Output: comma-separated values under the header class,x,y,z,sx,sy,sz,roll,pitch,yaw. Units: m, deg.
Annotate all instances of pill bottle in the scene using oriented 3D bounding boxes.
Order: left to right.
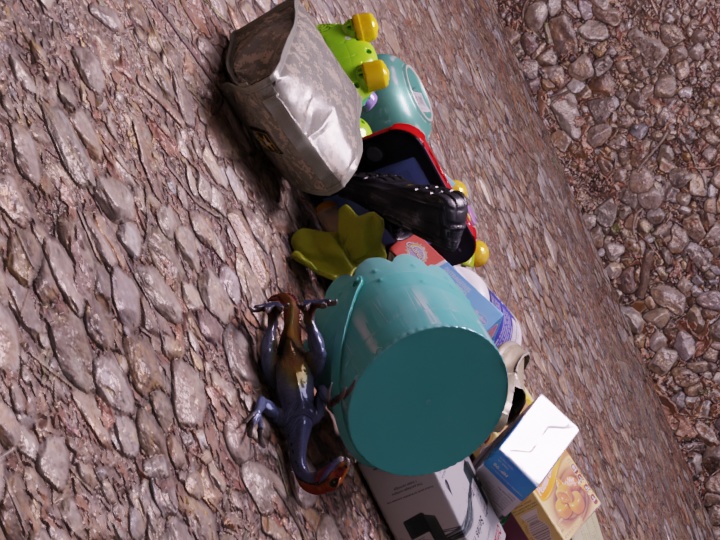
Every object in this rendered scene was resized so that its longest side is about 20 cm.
class,x,y,z,sx,sy,sz,roll,pitch,yaw
pill bottle,0.135,0.064,1.916,0.200,0.118,0.121,44,29,-52

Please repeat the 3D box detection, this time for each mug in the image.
class,x,y,z,sx,sy,sz,roll,pitch,yaw
mug,0.034,-0.241,1.994,0.152,0.113,0.187,51,24,-41

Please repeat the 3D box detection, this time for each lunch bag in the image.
class,x,y,z,sx,sy,sz,roll,pitch,yaw
lunch bag,-0.077,-0.192,1.608,0.165,0.117,0.201,54,18,-28

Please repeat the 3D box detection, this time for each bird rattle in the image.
class,x,y,z,sx,sy,sz,roll,pitch,yaw
bird rattle,0.000,0.000,1.648,0.201,0.112,0.164,57,4,-37

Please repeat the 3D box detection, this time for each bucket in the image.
class,x,y,z,sx,sy,sz,roll,pitch,yaw
bucket,0.048,0.103,1.442,0.208,0.206,0.135,55,1,-32

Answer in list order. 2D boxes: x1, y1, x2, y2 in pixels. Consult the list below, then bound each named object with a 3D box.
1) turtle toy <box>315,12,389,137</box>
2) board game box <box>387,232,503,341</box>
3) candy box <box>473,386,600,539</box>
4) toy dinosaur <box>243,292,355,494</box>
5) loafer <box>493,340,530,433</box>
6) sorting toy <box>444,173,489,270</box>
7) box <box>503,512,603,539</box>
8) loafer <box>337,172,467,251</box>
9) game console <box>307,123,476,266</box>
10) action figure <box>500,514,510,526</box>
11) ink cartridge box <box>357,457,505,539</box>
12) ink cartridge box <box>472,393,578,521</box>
class,x,y,z,sx,sy,sz,roll,pitch,yaw
turtle toy,-0.033,-0.232,1.785,0.101,0.144,0.202,78,-1,-63
board game box,0.093,0.057,1.685,0.153,0.040,0.201,44,-21,16
candy box,0.226,0.262,1.856,0.201,0.055,0.115,57,39,1
toy dinosaur,-0.050,0.122,1.378,0.200,0.103,0.184,-54,138,-81
loafer,0.170,0.149,1.689,0.068,0.076,0.200,33,29,11
sorting toy,0.113,-0.070,1.982,0.180,0.106,0.203,46,24,-78
box,0.284,0.398,1.993,0.200,0.096,0.178,31,40,-63
loafer,0.042,-0.070,1.595,0.067,0.199,0.072,-7,108,-41
game console,0.034,-0.075,1.700,0.201,0.175,0.031,59,28,-25
action figure,0.179,0.284,1.876,0.119,0.054,0.201,52,32,-19
ink cartridge box,0.086,0.266,1.595,0.202,0.082,0.147,64,18,-11
ink cartridge box,0.173,0.253,1.715,0.067,0.200,0.116,41,48,5
